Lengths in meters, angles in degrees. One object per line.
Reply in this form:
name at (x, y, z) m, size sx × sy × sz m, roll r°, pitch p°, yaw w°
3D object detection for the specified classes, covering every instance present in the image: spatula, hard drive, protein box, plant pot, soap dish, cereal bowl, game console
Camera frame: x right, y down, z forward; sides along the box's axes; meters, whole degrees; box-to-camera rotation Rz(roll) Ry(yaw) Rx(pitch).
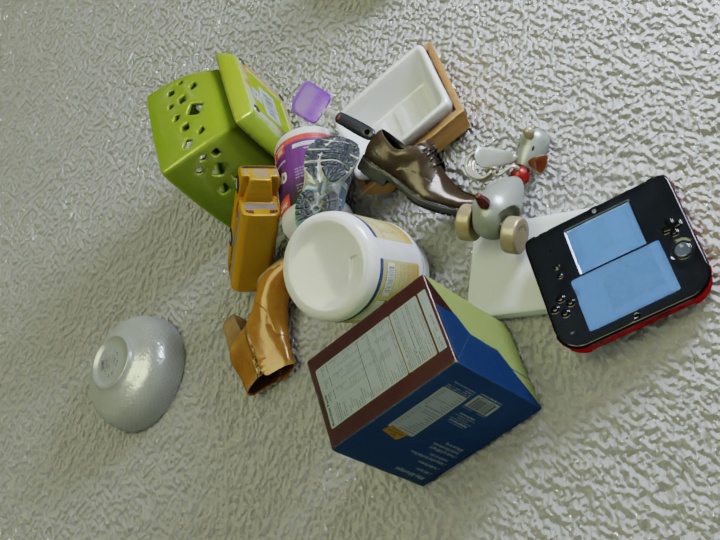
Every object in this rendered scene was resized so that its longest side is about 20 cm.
spatula at (-0.040, -0.237, 1.709) m, size 0.200 × 0.020 × 0.057 m, roll 35°, pitch 94°, yaw 46°
hard drive at (0.233, -0.006, 1.459) m, size 0.199 × 0.026 × 0.133 m, roll -10°, pitch 63°, yaw 39°
protein box at (0.079, 0.144, 1.399) m, size 0.199 × 0.198 × 0.136 m, roll -37°, pitch 49°, yaw 22°
plant pot at (-0.218, -0.226, 1.860) m, size 0.181 × 0.199 × 0.201 m, roll -33°, pitch 50°, yaw 16°
soap dish at (0.065, -0.223, 1.679) m, size 0.199 × 0.081 × 0.158 m, roll -38°, pitch 49°, yaw 21°
cereal bowl at (-0.394, 0.167, 1.895) m, size 0.199 × 0.083 × 0.202 m, roll -19°, pitch 59°, yaw 34°
game console at (0.312, -0.007, 1.358) m, size 0.199 × 0.031 × 0.178 m, roll -26°, pitch 58°, yaw 17°

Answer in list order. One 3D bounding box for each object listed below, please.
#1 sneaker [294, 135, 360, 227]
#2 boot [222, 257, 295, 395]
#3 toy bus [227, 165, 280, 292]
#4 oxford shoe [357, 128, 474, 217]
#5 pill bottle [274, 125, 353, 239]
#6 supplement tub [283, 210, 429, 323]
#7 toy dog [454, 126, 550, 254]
sneaker at (-0.054, -0.112, 1.620) m, size 0.077 × 0.087 × 0.201 m, roll 14°, pitch 52°, yaw 7°
boot at (-0.126, 0.086, 1.714) m, size 0.201 × 0.070 × 0.145 m, roll -46°, pitch 52°, yaw 19°
toy bus at (-0.167, -0.066, 1.742) m, size 0.079 × 0.064 × 0.201 m, roll -106°, pitch 22°, yaw -45°
oxford shoe at (0.093, -0.137, 1.568) m, size 0.199 × 0.073 × 0.085 m, roll 30°, pitch 110°, yaw 14°
pill bottle at (-0.071, -0.117, 1.725) m, size 0.112 × 0.112 × 0.202 m, roll -28°, pitch 52°, yaw 28°
supplement tub at (0.000, 0.000, 1.521) m, size 0.143 × 0.199 × 0.146 m, roll -2°, pitch 85°, yaw 28°
toy dog at (0.188, -0.119, 1.473) m, size 0.130 × 0.097 × 0.202 m, roll -6°, pitch 53°, yaw 18°
